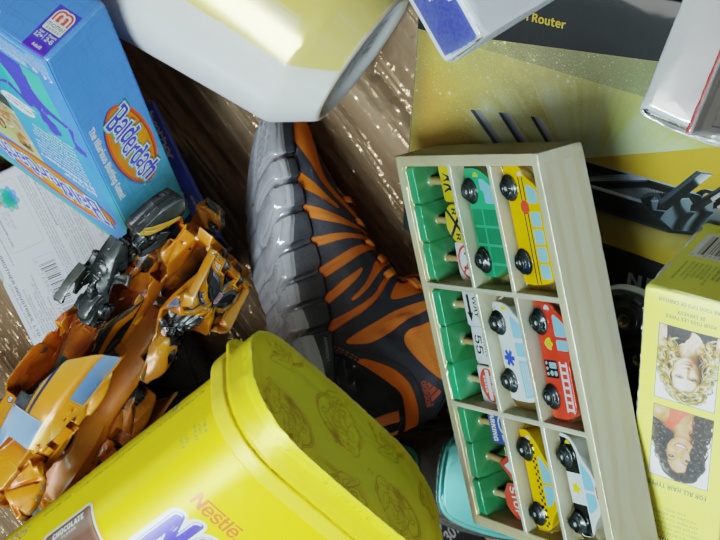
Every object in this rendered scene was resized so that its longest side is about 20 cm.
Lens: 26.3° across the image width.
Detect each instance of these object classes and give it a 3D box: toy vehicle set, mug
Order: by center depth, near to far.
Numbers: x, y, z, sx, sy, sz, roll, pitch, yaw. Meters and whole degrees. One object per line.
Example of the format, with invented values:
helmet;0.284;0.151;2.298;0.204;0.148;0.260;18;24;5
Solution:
toy vehicle set;0.079;0.038;0.751;0.124;0.026;0.202;5;110;61
mug;-0.057;-0.158;0.778;0.153;0.187;0.150;38;85;2

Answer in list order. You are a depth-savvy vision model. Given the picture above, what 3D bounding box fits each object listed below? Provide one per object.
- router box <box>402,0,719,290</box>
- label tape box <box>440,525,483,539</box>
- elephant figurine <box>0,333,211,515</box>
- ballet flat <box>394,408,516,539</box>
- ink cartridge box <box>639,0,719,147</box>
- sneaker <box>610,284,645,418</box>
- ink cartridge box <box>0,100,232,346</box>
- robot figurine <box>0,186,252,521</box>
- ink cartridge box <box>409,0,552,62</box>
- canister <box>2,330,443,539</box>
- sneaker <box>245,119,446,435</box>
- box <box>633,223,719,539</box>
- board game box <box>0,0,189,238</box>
router box;0.122;-0.072;0.768;0.199;0.052;0.158;17;121;25
label tape box;0.016;0.195;0.909;0.063;0.144;0.201;-27;96;39
elephant figurine;-0.184;0.122;1.017;0.199;0.141;0.156;-32;79;33
ballet flat;0.037;0.110;0.892;0.198;0.068;0.069;10;103;-10
ink cartridge box;0.162;-0.146;0.591;0.043;0.173;0.201;25;102;20
sneaker;0.132;0.085;0.810;0.072;0.072;0.201;26;133;30
ink cartridge box;-0.163;-0.030;0.985;0.199;0.042;0.120;-19;101;40
robot figurine;-0.132;0.049;0.859;0.058;0.145;0.201;34;85;19
ink cartridge box;0.064;-0.218;0.642;0.197;0.199;0.043;58;155;-5
canister;-0.079;0.144;0.791;0.200;0.087;0.148;-38;120;17
sneaker;0.000;0.000;0.875;0.078;0.111;0.201;129;133;-65
box;0.165;0.085;0.739;0.050;0.075;0.201;15;121;29
board game box;-0.180;-0.105;0.841;0.152;0.045;0.200;34;161;22
